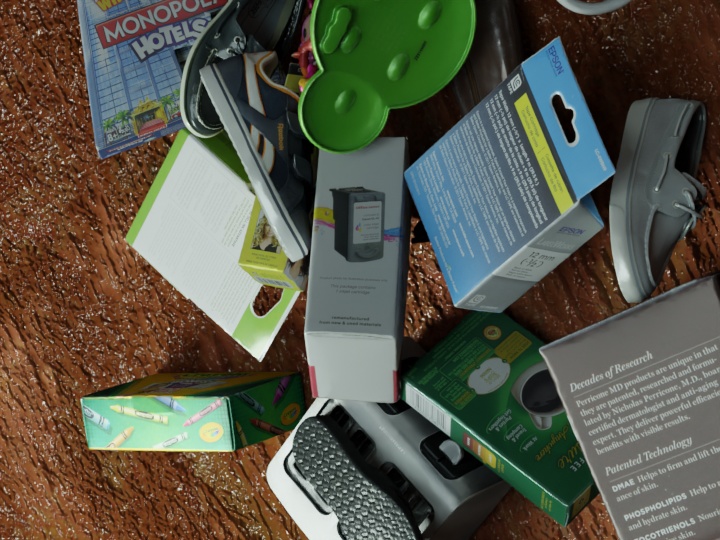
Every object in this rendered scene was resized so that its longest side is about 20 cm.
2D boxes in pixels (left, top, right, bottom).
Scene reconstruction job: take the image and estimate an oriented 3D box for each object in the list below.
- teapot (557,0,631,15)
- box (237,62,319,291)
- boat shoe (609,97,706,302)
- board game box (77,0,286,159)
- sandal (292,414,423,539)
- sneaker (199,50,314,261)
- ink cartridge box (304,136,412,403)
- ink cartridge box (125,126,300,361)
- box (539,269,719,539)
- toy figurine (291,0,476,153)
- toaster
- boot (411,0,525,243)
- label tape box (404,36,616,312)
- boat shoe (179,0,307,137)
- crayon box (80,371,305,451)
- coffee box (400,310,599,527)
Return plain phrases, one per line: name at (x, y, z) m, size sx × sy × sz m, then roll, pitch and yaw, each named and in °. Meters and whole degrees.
teapot at (0.195, -0.346, 1.567) m, size 0.146 × 0.198 × 0.200 m, roll 11°, pitch 144°, yaw -3°
box at (-0.059, -0.087, 1.791) m, size 0.050 × 0.075 × 0.200 m, roll 10°, pitch 79°, yaw 17°
boat shoe at (0.251, -0.061, 1.580) m, size 0.068 × 0.200 × 0.072 m, roll -6°, pitch 136°, yaw 26°
board game box at (-0.195, -0.238, 1.852) m, size 0.200 × 0.062 × 0.200 m, roll -22°, pitch 86°, yaw -6°
sandal at (0.011, 0.209, 1.730) m, size 0.201 × 0.048 × 0.075 m, roll 55°, pitch 126°, yaw 30°
sneaker at (-0.073, -0.110, 1.721) m, size 0.079 × 0.078 × 0.200 m, roll -23°, pitch 77°, yaw -3°
ink cartridge box at (0.000, 0.000, 1.720) m, size 0.085 × 0.148 × 0.200 m, roll 1°, pitch 63°, yaw 3°
ink cartridge box at (-0.119, -0.030, 1.902) m, size 0.200 × 0.076 × 0.148 m, roll 42°, pitch 120°, yaw 20°
box at (0.280, 0.115, 1.570) m, size 0.164 × 0.166 × 0.200 m, roll -26°, pitch 83°, yaw 27°
toy figurine at (-0.008, -0.219, 1.727) m, size 0.200 × 0.150 × 0.184 m, roll -60°, pitch 25°, yaw 9°
toaster at (0.027, 0.192, 1.811) m, size 0.181 × 0.119 × 0.200 m, roll 48°, pitch 123°, yaw 20°
boot at (0.092, -0.139, 1.738) m, size 0.186 × 0.064 × 0.200 m, roll -24°, pitch 82°, yaw 35°
label tape box at (0.139, -0.078, 1.608) m, size 0.200 × 0.066 × 0.143 m, roll -41°, pitch 55°, yaw 34°
boat shoe at (-0.101, -0.214, 1.798) m, size 0.066 × 0.074 × 0.200 m, roll 3°, pitch 57°, yaw 57°
crayon box at (-0.170, 0.143, 1.944) m, size 0.200 × 0.119 × 0.058 m, roll -3°, pitch 97°, yaw 36°
coffee box at (0.146, 0.126, 1.710) m, size 0.200 × 0.123 × 0.044 m, roll 36°, pitch 150°, yaw 24°
